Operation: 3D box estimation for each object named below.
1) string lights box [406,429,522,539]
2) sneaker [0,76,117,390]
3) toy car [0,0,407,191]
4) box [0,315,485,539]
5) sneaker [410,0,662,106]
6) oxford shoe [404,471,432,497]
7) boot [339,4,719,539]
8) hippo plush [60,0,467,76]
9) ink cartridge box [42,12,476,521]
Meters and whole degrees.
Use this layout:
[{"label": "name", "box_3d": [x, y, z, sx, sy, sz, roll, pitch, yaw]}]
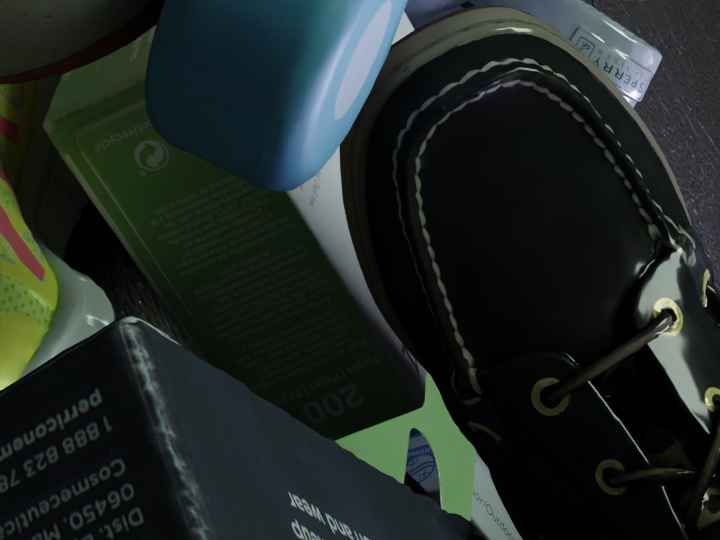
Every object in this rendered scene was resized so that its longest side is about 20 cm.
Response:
[{"label": "string lights box", "box_3d": [0.047, 0.036, 0.953, 0.103, 0.059, 0.201, 50, 36, -32]}, {"label": "sneaker", "box_3d": [-0.109, -0.008, 0.630, 0.090, 0.078, 0.200, 44, 14, -23]}, {"label": "toy car", "box_3d": [-0.048, -0.124, 0.617, 0.184, 0.178, 0.200, 26, 7, 9]}, {"label": "box", "box_3d": [-0.014, 0.143, 0.543, 0.197, 0.117, 0.201, 37, 26, -58]}, {"label": "sneaker", "box_3d": [0.026, -0.077, 0.953, 0.073, 0.071, 0.200, 31, 6, -26]}, {"label": "oxford shoe", "box_3d": [0.016, 0.129, 0.809, 0.201, 0.071, 0.071, 59, -12, -7]}, {"label": "boot", "box_3d": [0.071, 0.051, 0.597, 0.151, 0.073, 0.201, 53, -12, 53]}, {"label": "hippo plush", "box_3d": [-0.011, -0.085, 0.836, 0.200, 0.161, 0.159, 49, 0, -30]}, {"label": "ink cartridge box", "box_3d": [0.000, 0.000, 0.709, 0.200, 0.048, 0.146, 58, 21, -26]}]
